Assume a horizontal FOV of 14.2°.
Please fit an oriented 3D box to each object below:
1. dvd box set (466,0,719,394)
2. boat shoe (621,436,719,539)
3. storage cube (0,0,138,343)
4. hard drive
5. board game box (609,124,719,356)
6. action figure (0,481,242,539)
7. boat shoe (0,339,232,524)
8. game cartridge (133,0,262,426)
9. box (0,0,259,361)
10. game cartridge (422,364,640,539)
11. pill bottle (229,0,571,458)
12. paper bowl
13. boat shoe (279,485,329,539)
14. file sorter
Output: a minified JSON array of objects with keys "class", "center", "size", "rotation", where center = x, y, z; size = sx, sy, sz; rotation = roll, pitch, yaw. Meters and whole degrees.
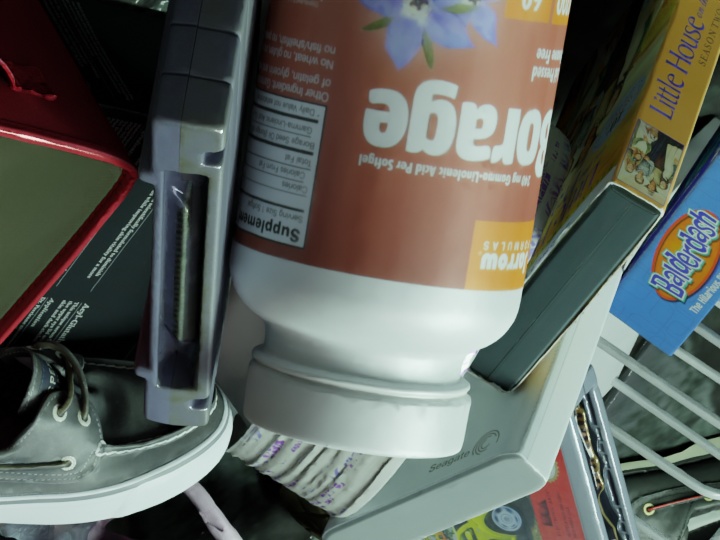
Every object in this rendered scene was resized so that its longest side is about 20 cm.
[{"class":"dvd box set","center":[0.113,-0.057,1.290],"size":[0.029,0.201,0.146],"rotation":[29,138,-6]},{"class":"boat shoe","center":[0.173,0.153,1.735],"size":[0.200,0.063,0.074],"rotation":[-15,146,-24]},{"class":"storage cube","center":[-0.217,-0.053,1.018],"size":[0.170,0.180,0.200],"rotation":[15,124,-49]},{"class":"hard drive","center":[0.062,0.039,1.354],"size":[0.027,0.201,0.132],"rotation":[43,135,-20]},{"class":"board game box","center":[0.199,-0.073,1.348],"size":[0.200,0.045,0.152],"rotation":[-53,177,-32]},{"class":"action figure","center":[-0.161,0.123,1.344],"size":[0.149,0.134,0.200],"rotation":[-35,-168,-16]},{"class":"boat shoe","center":[-0.144,0.059,1.196],"size":[0.199,0.070,0.066],"rotation":[-4,137,-20]},{"class":"game cartridge","center":[-0.059,-0.047,1.067],"size":[0.038,0.130,0.200],"rotation":[4,147,-2]},{"class":"box","center":[-0.138,-0.015,1.231],"size":[0.141,0.079,0.200],"rotation":[13,126,-44]},{"class":"game cartridge","center":[0.073,0.112,1.487],"size":[0.041,0.132,0.201],"rotation":[-43,126,-41]},{"class":"pill bottle","center":[0.012,-0.037,1.074],"size":[0.112,0.112,0.201],"rotation":[2,99,-42]},{"class":"paper bowl","center":[0.000,0.000,1.291],"size":[0.104,0.201,0.201],"rotation":[30,123,-5]},{"class":"boat shoe","center":[0.027,0.136,1.591],"size":[0.200,0.072,0.068],"rotation":[36,75,-47]},{"class":"file sorter","center":[0.168,0.055,1.497],"size":[0.139,0.124,0.201],"rotation":[-42,160,-43]}]
